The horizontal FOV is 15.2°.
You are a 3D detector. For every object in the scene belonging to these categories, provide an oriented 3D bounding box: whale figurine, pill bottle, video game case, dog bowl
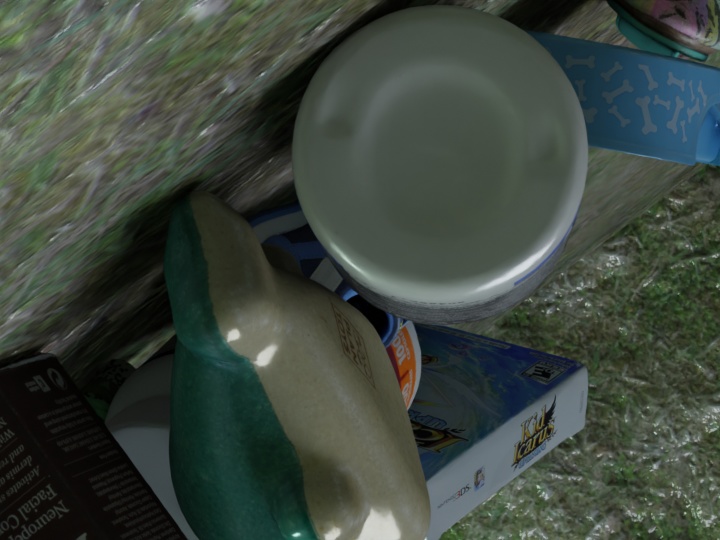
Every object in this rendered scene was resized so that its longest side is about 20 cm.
[{"bbox_3d":[-0.045,0.056,1.130,0.104,0.159,0.200,-22,141,10],"label":"whale figurine"},{"bbox_3d":[-0.055,0.075,1.316,0.114,0.114,0.200,-41,-177,31],"label":"pill bottle"},{"bbox_3d":[-0.003,0.077,1.507,0.181,0.200,0.045,-32,129,-52],"label":"video game case"},{"bbox_3d":[0.033,-0.036,1.103,0.114,0.114,0.200,-38,174,-1],"label":"pill bottle"},{"bbox_3d":[0.129,-0.082,1.317,0.200,0.111,0.050,4,98,-63],"label":"dog bowl"}]

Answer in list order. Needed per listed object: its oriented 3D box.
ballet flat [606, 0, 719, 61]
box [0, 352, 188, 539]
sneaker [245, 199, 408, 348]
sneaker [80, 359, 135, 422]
[{"bbox_3d":[0.161,-0.143,1.353,0.071,0.069,0.200,-57,177,5],"label":"ballet flat"},{"bbox_3d":[-0.122,0.146,1.150,0.100,0.200,0.075,-39,174,18],"label":"box"},{"bbox_3d":[0.000,0.000,1.293,0.200,0.082,0.074,-35,154,-47],"label":"sneaker"},{"bbox_3d":[-0.143,0.084,1.333,0.200,0.077,0.089,-11,122,-75],"label":"sneaker"}]
